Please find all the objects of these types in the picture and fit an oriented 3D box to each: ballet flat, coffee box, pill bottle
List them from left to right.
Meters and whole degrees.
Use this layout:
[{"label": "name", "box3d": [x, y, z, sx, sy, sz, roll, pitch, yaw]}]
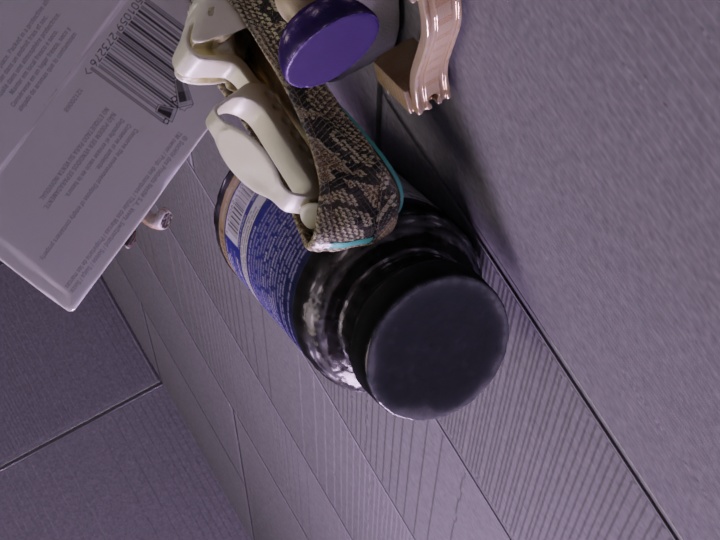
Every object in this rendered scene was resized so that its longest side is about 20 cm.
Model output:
[{"label": "coffee box", "box3d": [-0.192, -0.132, 1.116, 0.200, 0.200, 0.198, 37, -174, -13]}, {"label": "ballet flat", "box3d": [-0.053, -0.094, 0.959, 0.200, 0.075, 0.068, 59, 145, 19]}, {"label": "pill bottle", "box3d": [0.000, 0.000, 1.035, 0.200, 0.111, 0.112, 46, 160, 54]}]

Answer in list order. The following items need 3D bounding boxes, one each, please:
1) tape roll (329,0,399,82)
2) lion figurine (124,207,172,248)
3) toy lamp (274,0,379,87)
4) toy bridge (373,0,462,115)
[{"label": "tape roll", "box3d": [-0.043, -0.196, 0.970, 0.203, 0.037, 0.203, 58, 168, 20]}, {"label": "lion figurine", "box3d": [-0.180, -0.126, 1.422, 0.122, 0.201, 0.072, 22, 173, 23]}, {"label": "toy lamp", "box3d": [-0.063, -0.180, 0.872, 0.200, 0.058, 0.058, 55, 166, 19]}, {"label": "toy bridge", "box3d": [0.018, -0.148, 0.840, 0.067, 0.027, 0.200, 49, 162, 39]}]
